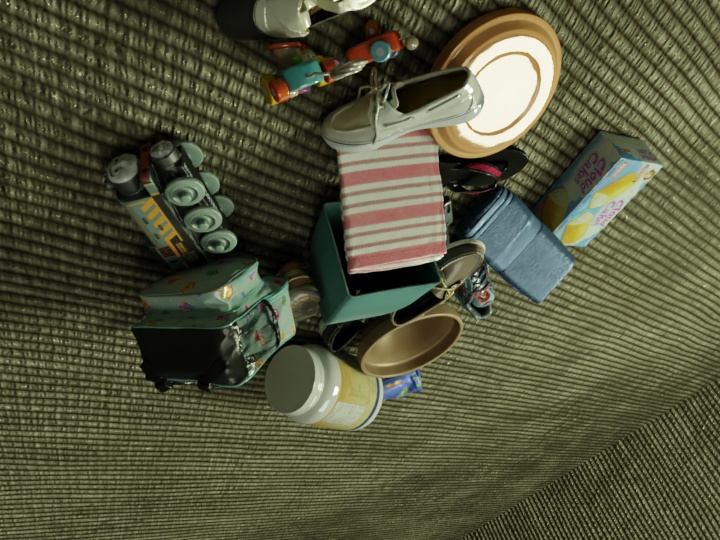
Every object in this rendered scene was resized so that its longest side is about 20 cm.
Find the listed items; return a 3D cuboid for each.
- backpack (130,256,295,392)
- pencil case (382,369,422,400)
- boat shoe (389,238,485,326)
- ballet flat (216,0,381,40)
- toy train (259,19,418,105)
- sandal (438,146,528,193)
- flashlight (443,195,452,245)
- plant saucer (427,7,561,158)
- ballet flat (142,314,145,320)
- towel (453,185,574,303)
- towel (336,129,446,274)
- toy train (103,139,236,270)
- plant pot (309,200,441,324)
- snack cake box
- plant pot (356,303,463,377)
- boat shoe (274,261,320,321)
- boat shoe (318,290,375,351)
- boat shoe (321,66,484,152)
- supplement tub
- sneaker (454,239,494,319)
[{"bbox_3d":[-0.186,0.062,0.938,0.175,0.154,0.200,-6,-172,26],"label":"backpack"},{"bbox_3d":[0.033,0.243,1.455,0.199,0.078,0.087,-17,169,-13],"label":"pencil case"},{"bbox_3d":[0.119,0.022,1.111,0.072,0.060,0.200,34,128,-30],"label":"boat shoe"},{"bbox_3d":[-0.047,-0.275,0.697,0.199,0.069,0.068,-23,136,-2],"label":"ballet flat"},{"bbox_3d":[-0.028,-0.229,0.737,0.150,0.056,0.200,-16,-164,22],"label":"toy train"},{"bbox_3d":[0.162,-0.140,1.037,0.199,0.045,0.075,-10,144,-20],"label":"sandal"},{"bbox_3d":[0.111,-0.042,1.130,0.068,0.068,0.200,-53,151,-24],"label":"flashlight"},{"bbox_3d":[0.174,-0.231,0.896,0.200,0.032,0.201,-17,135,-18],"label":"plant saucer"},{"bbox_3d":[-0.229,0.071,1.066,0.199,0.070,0.070,-17,146,-11],"label":"ballet flat"},{"bbox_3d":[0.256,-0.043,1.152,0.200,0.049,0.112,40,98,-21],"label":"towel"},{"bbox_3d":[0.038,-0.103,0.926,0.146,0.201,0.030,-9,-172,-22],"label":"towel"},{"bbox_3d":[-0.226,-0.076,0.856,0.114,0.085,0.200,-15,147,4],"label":"toy train"},{"bbox_3d":[0.000,0.000,1.045,0.141,0.142,0.200,-8,160,-22],"label":"plant pot"},{"bbox_3d":[0.388,-0.131,1.171,0.115,0.067,0.200,2,139,-33],"label":"snack cake box"},{"bbox_3d":[0.079,0.105,1.279,0.200,0.093,0.201,-17,146,-12],"label":"plant pot"},{"bbox_3d":[-0.106,0.037,1.091,0.075,0.072,0.200,-16,167,-20],"label":"boat shoe"},{"bbox_3d":[0.004,0.068,1.214,0.068,0.057,0.200,14,131,-43],"label":"boat shoe"},{"bbox_3d":[0.038,-0.196,0.814,0.201,0.075,0.086,-7,157,19],"label":"boat shoe"},{"bbox_3d":[-0.066,0.217,1.298,0.144,0.145,0.200,-39,144,21],"label":"supplement tub"},{"bbox_3d":[0.209,0.015,1.232,0.079,0.096,0.200,-23,144,-3],"label":"sneaker"}]
